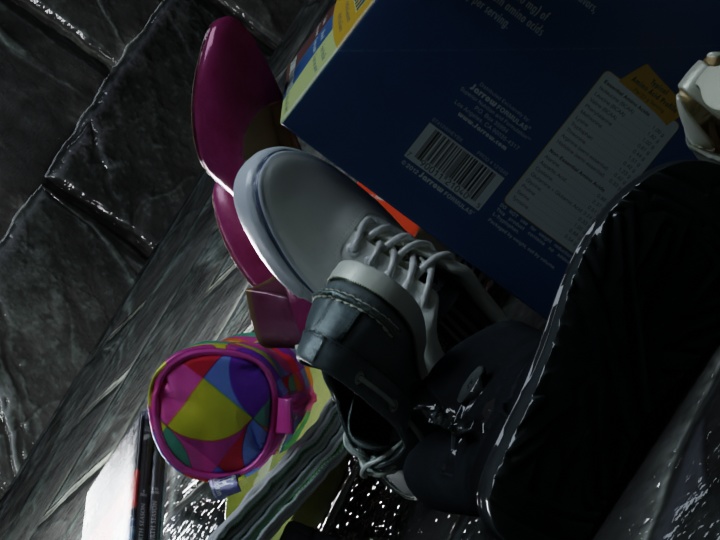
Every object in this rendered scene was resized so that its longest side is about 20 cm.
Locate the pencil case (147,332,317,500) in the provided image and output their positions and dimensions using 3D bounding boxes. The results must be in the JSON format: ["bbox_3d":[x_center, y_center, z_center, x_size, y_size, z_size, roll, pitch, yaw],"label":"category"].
[{"bbox_3d":[-0.072,0.080,1.298,0.089,0.088,0.200,-54,-1,3],"label":"pencil case"}]

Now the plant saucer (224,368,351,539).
[{"bbox_3d":[-0.039,0.106,1.448,0.200,0.031,0.201,-162,90,-73],"label":"plant saucer"}]

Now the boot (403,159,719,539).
[{"bbox_3d":[0.095,0.035,1.036,0.201,0.076,0.168,-62,14,-2],"label":"boot"}]

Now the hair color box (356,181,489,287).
[{"bbox_3d":[0.060,-0.056,1.392,0.201,0.064,0.111,-60,-32,-22],"label":"hair color box"}]

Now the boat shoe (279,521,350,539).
[{"bbox_3d":[-0.065,0.209,1.265,0.200,0.063,0.073,-47,12,39],"label":"boat shoe"}]

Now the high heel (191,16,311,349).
[{"bbox_3d":[-0.030,-0.045,1.203,0.096,0.201,0.067,2,28,37],"label":"high heel"}]

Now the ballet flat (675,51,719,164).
[{"bbox_3d":[0.183,-0.078,1.031,0.068,0.064,0.200,-54,10,5],"label":"ballet flat"}]

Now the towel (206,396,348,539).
[{"bbox_3d":[-0.076,0.158,1.283,0.149,0.031,0.200,-45,-2,-34],"label":"towel"}]

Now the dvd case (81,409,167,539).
[{"bbox_3d":[-0.147,0.202,1.304,0.146,0.022,0.201,127,150,-56],"label":"dvd case"}]

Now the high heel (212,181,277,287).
[{"bbox_3d":[0.000,0.000,1.262,0.067,0.200,0.096,-35,-10,-41],"label":"high heel"}]

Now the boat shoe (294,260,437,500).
[{"bbox_3d":[0.005,0.073,1.138,0.062,0.073,0.200,-56,-26,-25],"label":"boat shoe"}]

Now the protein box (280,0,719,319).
[{"bbox_3d":[0.093,-0.117,1.191,0.200,0.198,0.135,-52,11,13],"label":"protein box"}]

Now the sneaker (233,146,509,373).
[{"bbox_3d":[0.021,0.002,1.162,0.071,0.200,0.073,-21,33,55],"label":"sneaker"}]
